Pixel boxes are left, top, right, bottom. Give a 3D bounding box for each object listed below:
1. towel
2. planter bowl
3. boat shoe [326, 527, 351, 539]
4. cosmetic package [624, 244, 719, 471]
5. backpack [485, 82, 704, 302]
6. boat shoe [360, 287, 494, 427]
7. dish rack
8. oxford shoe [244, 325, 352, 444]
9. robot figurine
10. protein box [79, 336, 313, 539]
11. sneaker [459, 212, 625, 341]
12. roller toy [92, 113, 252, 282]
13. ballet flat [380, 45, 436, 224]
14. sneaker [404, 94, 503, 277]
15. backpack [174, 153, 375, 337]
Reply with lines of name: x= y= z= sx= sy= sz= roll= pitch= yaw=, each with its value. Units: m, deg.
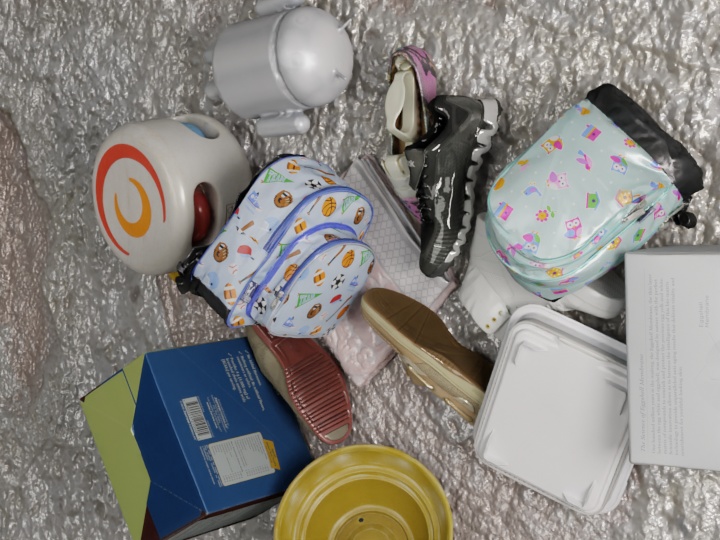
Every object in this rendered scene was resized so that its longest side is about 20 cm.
towel: x=0.000 y=0.000 z=1.675 sx=0.191 sy=0.032 sz=0.201 roll=-48 pitch=65 yaw=31
planter bowl: x=0.007 y=0.304 z=1.638 sx=0.198 sy=0.084 sz=0.202 roll=-3 pitch=63 yaw=6
boat shoe: x=-0.048 y=0.400 z=1.720 sx=0.091 sy=0.071 sz=0.201 roll=45 pitch=117 yaw=30
cosmetic package: x=0.357 y=0.079 z=1.345 sx=0.199 sy=0.123 sz=0.201 roll=1 pitch=95 yaw=36
backpack: x=0.210 y=-0.071 z=1.408 sx=0.200 sy=0.127 sz=0.167 roll=-42 pitch=61 yaw=-2
boat shoe: x=0.073 y=0.098 z=1.584 sx=0.200 sy=0.071 sz=0.065 roll=40 pitch=126 yaw=13
dish rack: x=0.201 y=0.149 z=1.480 sx=0.171 sy=0.043 sz=0.201 roll=26 pitch=121 yaw=19
oxford shoe: x=-0.074 y=0.122 z=1.735 sx=0.201 sy=0.070 sz=0.075 roll=61 pitch=151 yaw=15
robot figurine: x=-0.090 y=-0.237 z=1.671 sx=0.199 sy=0.113 sz=0.171 roll=-5 pitch=87 yaw=38
protein box: x=-0.188 y=0.200 z=1.731 sx=0.135 sy=0.199 sz=0.200 roll=-33 pitch=74 yaw=35
sneaker: x=0.186 y=0.030 z=1.513 sx=0.200 sy=0.073 sz=0.116 roll=33 pitch=116 yaw=41
roller toy: x=-0.221 y=-0.092 z=1.771 sx=0.182 sy=0.139 sz=0.201 roll=-34 pitch=77 yaw=45
ballet flat: x=0.053 y=-0.145 z=1.595 sx=0.069 sy=0.071 sz=0.202 roll=-3 pitch=92 yaw=37
sneaker: x=0.080 y=-0.095 z=1.547 sx=0.066 sy=0.090 sz=0.202 roll=-153 pitch=79 yaw=-70
backpack: x=-0.075 y=-0.025 z=1.602 sx=0.154 sy=0.200 sz=0.192 roll=32 pitch=103 yaw=24
